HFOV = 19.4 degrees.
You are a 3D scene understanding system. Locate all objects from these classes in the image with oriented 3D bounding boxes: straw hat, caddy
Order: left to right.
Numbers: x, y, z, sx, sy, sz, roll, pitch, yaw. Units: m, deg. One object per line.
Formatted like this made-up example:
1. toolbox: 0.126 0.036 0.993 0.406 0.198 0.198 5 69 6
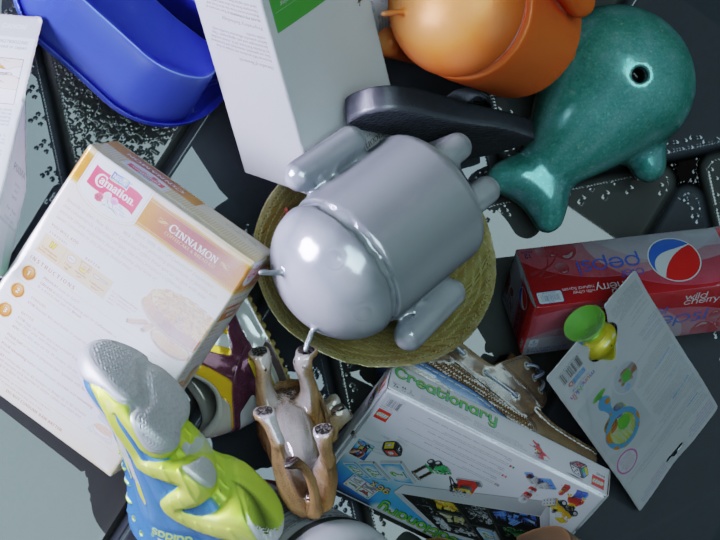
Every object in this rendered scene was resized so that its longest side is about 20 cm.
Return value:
1. caddy: -0.177 -0.205 1.650 0.200 0.105 0.141 42 54 -8
2. straw hat: 0.000 0.000 1.681 0.201 0.085 0.201 6 68 -16

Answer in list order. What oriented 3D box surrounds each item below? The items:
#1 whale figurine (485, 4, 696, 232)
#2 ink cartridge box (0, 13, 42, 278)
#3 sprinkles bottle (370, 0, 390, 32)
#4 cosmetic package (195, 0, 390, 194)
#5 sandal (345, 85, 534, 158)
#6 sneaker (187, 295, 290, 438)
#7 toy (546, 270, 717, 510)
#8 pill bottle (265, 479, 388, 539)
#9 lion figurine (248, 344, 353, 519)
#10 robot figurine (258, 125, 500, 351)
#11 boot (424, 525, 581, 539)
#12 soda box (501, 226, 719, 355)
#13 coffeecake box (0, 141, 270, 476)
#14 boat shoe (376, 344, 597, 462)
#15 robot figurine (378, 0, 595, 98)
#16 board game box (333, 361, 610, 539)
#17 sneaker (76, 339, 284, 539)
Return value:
1. whale figurine: 0.192 -0.128 1.733 0.159 0.104 0.200 41 82 -8
2. ink cartridge box: -0.331 -0.101 1.608 0.161 0.050 0.200 7 71 11
3. sprinkles bottle: 0.017 -0.224 1.715 0.200 0.068 0.068 -23 91 -15
4. cosmetic package: -0.050 -0.171 1.600 0.108 0.085 0.200 -41 132 -30
5. sandal: 0.069 -0.125 1.638 0.200 0.076 0.043 12 69 -51
6. sneaker: -0.136 0.034 1.655 0.090 0.075 0.200 -31 93 -20
7. toy: 0.214 0.095 1.725 0.115 0.047 0.200 -50 137 -14
8. pill bottle: -0.038 0.233 1.587 0.114 0.200 0.114 -6 102 -30
9. lion figurine: -0.046 0.134 1.579 0.072 0.200 0.123 -5 119 4
10. robot figurine: 0.013 -0.024 1.583 0.200 0.113 0.170 -38 96 -26
11. boot: 0.121 0.271 1.698 0.155 0.200 0.077 47 31 -42
12. soda box: 0.223 0.016 1.737 0.200 0.070 0.063 -6 53 -13
13. coffeecake box: -0.186 0.027 1.593 0.153 0.073 0.200 36 101 5
14. boat shoe: 0.115 0.102 1.713 0.200 0.072 0.072 31 79 -10
15. robot figurine: 0.098 -0.199 1.633 0.144 0.200 0.117 22 97 30
16. board game box: 0.081 0.164 1.677 0.200 0.126 0.035 27 39 -11
17. sneaker: -0.153 0.147 1.536 0.200 0.076 0.105 48 119 -4
